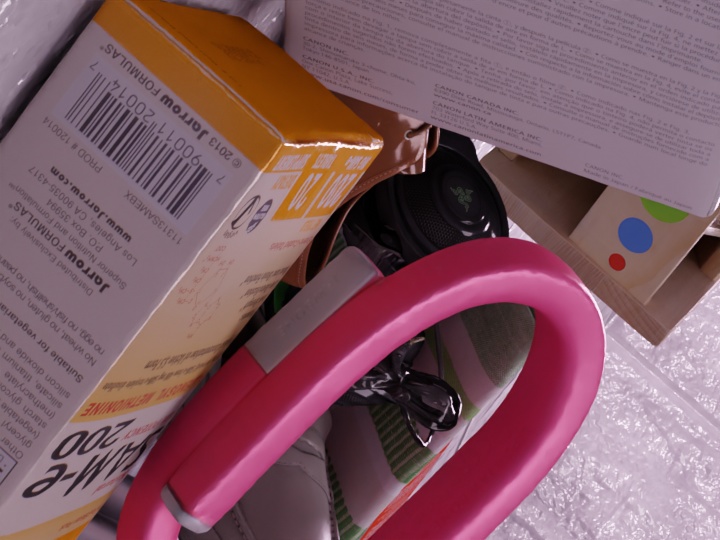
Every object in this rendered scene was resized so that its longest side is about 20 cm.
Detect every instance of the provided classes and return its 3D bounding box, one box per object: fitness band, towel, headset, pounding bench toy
[{"bbox_3d":[0.003,0.068,0.796,0.200,0.037,0.144,-44,137,5],"label":"fitness band"},{"bbox_3d":[-0.001,0.045,0.990,0.023,0.153,0.200,22,121,-35],"label":"towel"},{"bbox_3d":[0.000,0.000,0.912,0.124,0.094,0.200,-54,-150,19],"label":"headset"},{"bbox_3d":[0.179,-0.093,1.089,0.200,0.124,0.156,-38,167,-50],"label":"pounding bench toy"}]

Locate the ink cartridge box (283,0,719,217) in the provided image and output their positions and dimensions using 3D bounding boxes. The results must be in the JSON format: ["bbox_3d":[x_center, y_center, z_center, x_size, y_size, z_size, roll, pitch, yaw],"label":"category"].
[{"bbox_3d":[0.058,-0.104,0.683,0.200,0.160,0.050,97,14,-60],"label":"ink cartridge box"}]

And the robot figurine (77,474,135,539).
[{"bbox_3d":[-0.151,0.167,0.899,0.200,0.112,0.170,-52,-159,18],"label":"robot figurine"}]

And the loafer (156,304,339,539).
[{"bbox_3d":[-0.045,0.079,0.944,0.070,0.070,0.200,-54,-147,17],"label":"loafer"}]

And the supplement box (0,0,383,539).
[{"bbox_3d":[-0.091,0.014,0.709,0.200,0.073,0.126,-51,171,12],"label":"supplement box"}]

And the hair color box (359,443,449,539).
[{"bbox_3d":[-0.006,0.067,1.103,0.200,0.101,0.061,-55,169,31],"label":"hair color box"}]

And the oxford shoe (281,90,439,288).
[{"bbox_3d":[0.010,-0.078,0.828,0.201,0.071,0.071,-57,166,29],"label":"oxford shoe"}]
